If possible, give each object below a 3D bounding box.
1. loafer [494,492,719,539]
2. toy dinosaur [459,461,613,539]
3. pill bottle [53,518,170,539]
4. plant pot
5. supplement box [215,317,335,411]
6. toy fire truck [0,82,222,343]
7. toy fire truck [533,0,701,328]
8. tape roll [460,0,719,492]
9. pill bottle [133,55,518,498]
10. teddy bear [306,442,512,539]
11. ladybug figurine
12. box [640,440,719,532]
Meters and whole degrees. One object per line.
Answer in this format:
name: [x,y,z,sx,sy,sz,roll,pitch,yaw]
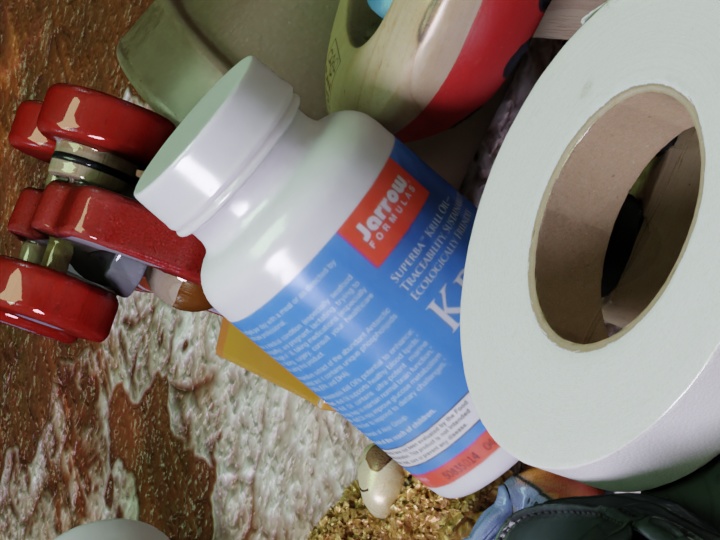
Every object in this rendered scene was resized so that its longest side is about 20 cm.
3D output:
loafer: [0.096,0.113,0.915,0.201,0.070,0.068,10,88,62]
toy dinosaur: [0.103,0.110,1.131,0.200,0.105,0.182,-54,26,41]
pill bottle: [-0.127,0.241,1.487,0.114,0.114,0.200,-62,31,27]
plant pot: [0.003,-0.119,1.341,0.175,0.200,0.200,-52,34,10]
supplement box: [-0.016,0.033,1.389,0.200,0.069,0.067,-160,83,-72]
toy fire truck: [-0.098,-0.009,1.287,0.200,0.168,0.112,176,112,-73]
toy fire truck: [0.127,-0.071,1.168,0.200,0.129,0.176,-129,59,-79]
tape roll: [0.109,-0.016,0.996,0.203,0.037,0.203,-40,39,44]
pill bottle: [0.000,0.000,1.165,0.112,0.200,0.112,-47,12,14]
teddy bear: [-0.008,0.146,1.318,0.145,0.067,0.200,-42,-4,-40]
ladybug figurine: [0.046,-0.139,1.196,0.136,0.072,0.200,-101,34,-57]
box: [0.184,0.150,0.946,0.148,0.124,0.200,-9,73,59]
